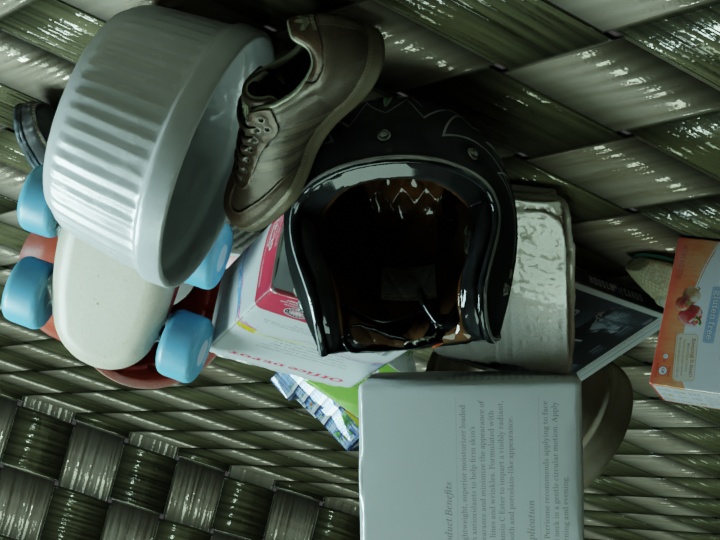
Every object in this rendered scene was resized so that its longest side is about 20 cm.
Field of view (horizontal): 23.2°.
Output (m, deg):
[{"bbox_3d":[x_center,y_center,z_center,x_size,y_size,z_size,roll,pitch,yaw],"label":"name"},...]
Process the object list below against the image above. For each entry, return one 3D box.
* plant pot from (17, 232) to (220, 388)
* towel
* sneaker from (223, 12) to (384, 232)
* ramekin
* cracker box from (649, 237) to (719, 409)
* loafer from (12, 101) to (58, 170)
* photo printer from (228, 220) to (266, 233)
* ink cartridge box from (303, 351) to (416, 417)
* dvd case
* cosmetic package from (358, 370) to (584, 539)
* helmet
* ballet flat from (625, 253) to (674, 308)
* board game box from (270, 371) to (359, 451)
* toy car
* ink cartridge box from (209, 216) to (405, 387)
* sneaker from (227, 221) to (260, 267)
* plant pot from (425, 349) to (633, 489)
[{"bbox_3d":[-0.256,0.012,1.830,0.200,0.202,0.195,23,171,-31],"label":"plant pot"},{"bbox_3d":[0.121,0.005,1.537,0.132,0.035,0.201,8,131,17],"label":"towel"},{"bbox_3d":[-0.062,-0.111,1.257,0.075,0.071,0.200,15,131,-30],"label":"sneaker"},{"bbox_3d":[-0.149,-0.098,1.280,0.104,0.201,0.200,21,167,8],"label":"ramekin"},{"bbox_3d":[0.354,0.053,1.467,0.199,0.135,0.058,7,164,25],"label":"cracker box"},{"bbox_3d":[-0.245,-0.109,1.606,0.072,0.073,0.200,-15,159,20],"label":"loafer"},{"bbox_3d":[-0.060,-0.076,1.513,0.166,0.070,0.200,22,165,-29],"label":"photo printer"},{"bbox_3d":[0.032,0.105,1.874,0.199,0.076,0.148,35,-159,-22],"label":"ink cartridge box"},{"bbox_3d":[0.188,0.056,1.667,0.150,0.025,0.199,-37,146,30],"label":"dvd case"},{"bbox_3d":[0.101,0.177,1.594,0.198,0.166,0.165,0,180,5],"label":"cosmetic package"},{"bbox_3d":[0.030,-0.035,1.342,0.198,0.192,0.200,-5,178,0],"label":"helmet"},{"bbox_3d":[0.332,0.038,1.579,0.199,0.063,0.067,15,166,-2],"label":"ballet flat"},{"bbox_3d":[-0.042,0.105,1.937,0.200,0.062,0.200,47,-160,12],"label":"board game box"},{"bbox_3d":[-0.197,-0.021,1.598,0.183,0.178,0.200,18,-157,9],"label":"toy car"},{"bbox_3d":[-0.035,0.028,1.530,0.147,0.086,0.200,16,160,-17],"label":"ink cartridge box"},{"bbox_3d":[-0.065,-0.019,1.737,0.199,0.076,0.105,17,170,-7],"label":"sneaker"},{"bbox_3d":[0.170,0.135,1.915,0.173,0.201,0.199,41,155,-24],"label":"plant pot"}]
